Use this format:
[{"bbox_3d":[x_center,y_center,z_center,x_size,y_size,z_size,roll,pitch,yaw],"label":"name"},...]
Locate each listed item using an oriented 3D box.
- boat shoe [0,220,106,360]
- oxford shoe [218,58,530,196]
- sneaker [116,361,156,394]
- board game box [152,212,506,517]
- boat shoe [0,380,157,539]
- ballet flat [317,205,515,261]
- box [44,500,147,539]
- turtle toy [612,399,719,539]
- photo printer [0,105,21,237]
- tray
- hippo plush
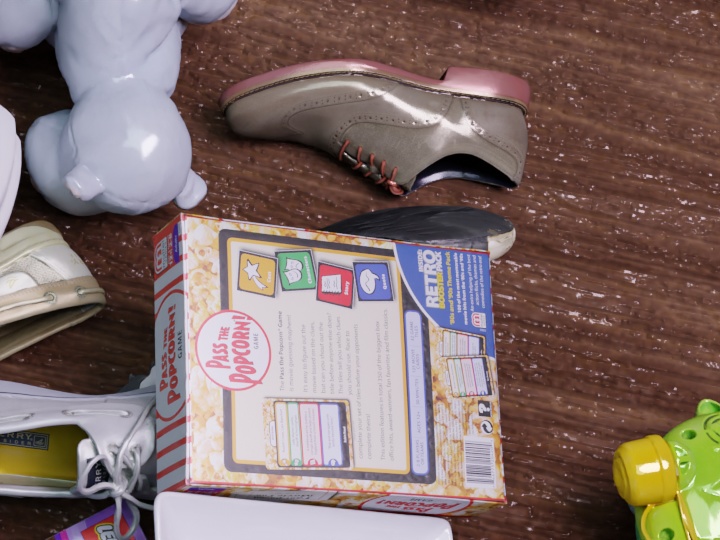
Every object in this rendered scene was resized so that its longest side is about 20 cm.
[{"bbox_3d":[-0.244,0.049,1.111,0.200,0.073,0.063,-35,71,-24],"label":"boat shoe"},{"bbox_3d":[0.010,-0.086,1.187,0.198,0.070,0.076,0,75,-4],"label":"oxford shoe"},{"bbox_3d":[-0.049,0.081,1.118,0.198,0.067,0.091,-14,69,-13],"label":"sneaker"},{"bbox_3d":[-0.016,0.056,1.067,0.198,0.046,0.153,7,70,-27],"label":"board game box"},{"bbox_3d":[-0.143,0.104,1.052,0.200,0.086,0.075,6,113,-3],"label":"boat shoe"},{"bbox_3d":[0.000,0.000,1.170,0.198,0.067,0.057,-13,112,-9],"label":"ballet flat"},{"bbox_3d":[-0.147,0.248,1.060,0.136,0.039,0.201,-26,74,-16],"label":"box"},{"bbox_3d":[0.222,0.171,1.091,0.144,0.101,0.202,-9,71,-9],"label":"turtle toy"},{"bbox_3d":[-0.299,-0.037,1.093,0.198,0.070,0.167,3,45,12],"label":"photo printer"},{"bbox_3d":[-0.028,0.182,1.030,0.199,0.022,0.108,11,66,-35],"label":"tray"},{"bbox_3d":[-0.131,-0.114,1.147,0.158,0.199,0.162,-8,89,-42],"label":"hippo plush"}]
